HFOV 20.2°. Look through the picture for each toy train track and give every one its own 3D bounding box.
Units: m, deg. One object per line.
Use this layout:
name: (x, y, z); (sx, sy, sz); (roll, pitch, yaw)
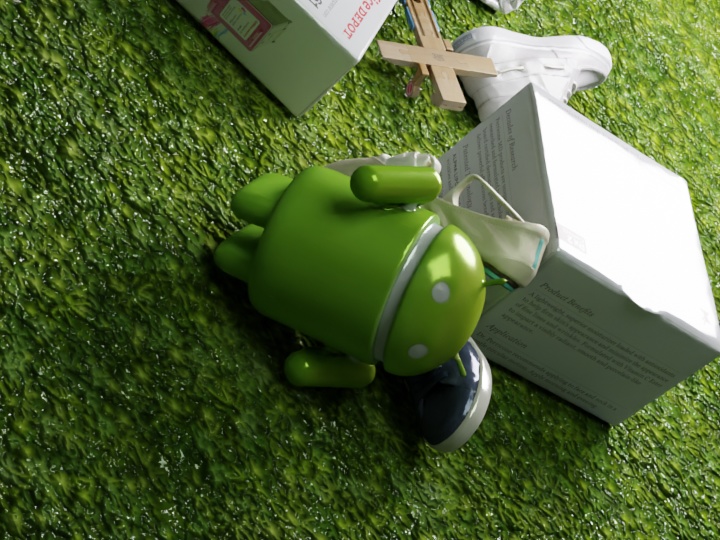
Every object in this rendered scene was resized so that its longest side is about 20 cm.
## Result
toy train track: (0.053, -0.207, 1.811); (0.114, 0.033, 0.200); (7, 44, -25)

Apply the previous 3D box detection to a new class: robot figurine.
robot figurine: (0.000, 0.000, 1.433); (0.200, 0.176, 0.116); (25, 20, 11)

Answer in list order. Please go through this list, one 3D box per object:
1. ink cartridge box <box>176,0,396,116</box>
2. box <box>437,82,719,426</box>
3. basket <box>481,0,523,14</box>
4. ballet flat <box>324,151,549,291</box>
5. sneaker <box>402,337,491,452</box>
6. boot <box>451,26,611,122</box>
ink cartridge box: (-0.075, -0.243, 1.643); (0.200, 0.085, 0.145); (45, 33, -12)
box: (0.177, -0.012, 1.678); (0.199, 0.131, 0.200); (29, 39, -31)
basket: (0.121, -0.391, 1.924); (0.200, 0.198, 0.161); (24, 37, -34)
ballet flat: (0.060, -0.053, 1.565); (0.200, 0.070, 0.069); (30, 26, 24)
sneaker: (0.039, 0.050, 1.511); (0.084, 0.075, 0.200); (31, 28, -30)
boot: (0.170, -0.166, 1.887); (0.200, 0.074, 0.096); (0, 63, -40)
